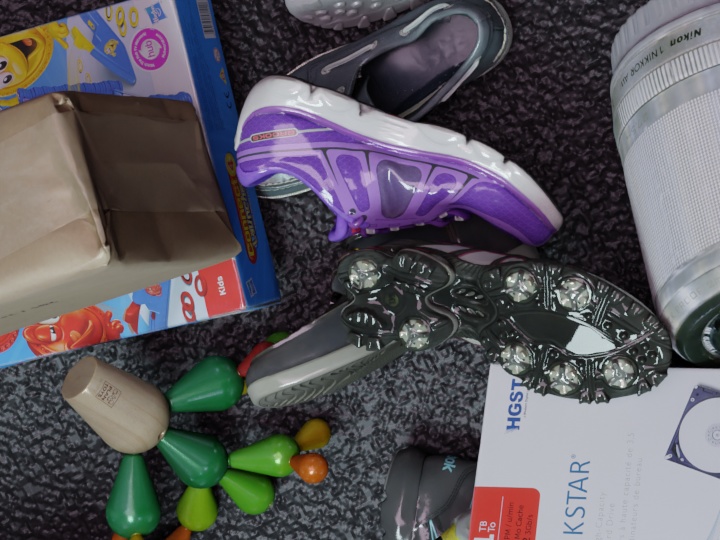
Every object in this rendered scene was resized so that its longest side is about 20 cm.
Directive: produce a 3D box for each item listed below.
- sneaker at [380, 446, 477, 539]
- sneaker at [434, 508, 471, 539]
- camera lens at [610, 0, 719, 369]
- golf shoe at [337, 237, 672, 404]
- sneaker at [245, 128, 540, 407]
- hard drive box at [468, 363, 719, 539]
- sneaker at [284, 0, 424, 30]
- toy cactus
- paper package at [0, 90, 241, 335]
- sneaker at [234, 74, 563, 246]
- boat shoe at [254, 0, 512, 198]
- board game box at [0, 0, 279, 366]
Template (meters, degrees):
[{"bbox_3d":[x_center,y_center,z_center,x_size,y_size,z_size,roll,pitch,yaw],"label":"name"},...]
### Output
[{"bbox_3d":[0.050,0.211,1.687,0.079,0.075,0.201,4,94,8],"label":"sneaker"},{"bbox_3d":[0.106,0.231,1.631,0.076,0.075,0.201,-26,79,-19],"label":"sneaker"},{"bbox_3d":[0.232,-0.052,1.565,0.159,0.160,0.201,-15,64,11],"label":"camera lens"},{"bbox_3d":[0.088,0.016,1.565,0.199,0.088,0.078,14,111,19],"label":"golf shoe"},{"bbox_3d":[0.000,0.000,1.672,0.199,0.075,0.106,-29,80,-17],"label":"sneaker"},{"bbox_3d":[0.167,0.139,1.554,0.199,0.077,0.157,0,64,16],"label":"hard drive box"},{"bbox_3d":[0.038,-0.217,1.674,0.199,0.076,0.081,-28,77,7],"label":"sneaker"},{"bbox_3d":[-0.112,0.113,1.682,0.165,0.102,0.200,38,91,-32],"label":"toy cactus"},{"bbox_3d":[-0.198,-0.024,1.573,0.199,0.190,0.104,-18,85,21],"label":"paper package"},{"bbox_3d":[0.021,-0.049,1.624,0.199,0.081,0.084,18,88,0],"label":"sneaker"},{"bbox_3d":[0.000,-0.108,1.684,0.200,0.062,0.073,-30,90,12],"label":"boat shoe"},{"bbox_3d":[-0.168,-0.054,1.699,0.195,0.056,0.201,-14,91,22],"label":"board game box"}]
